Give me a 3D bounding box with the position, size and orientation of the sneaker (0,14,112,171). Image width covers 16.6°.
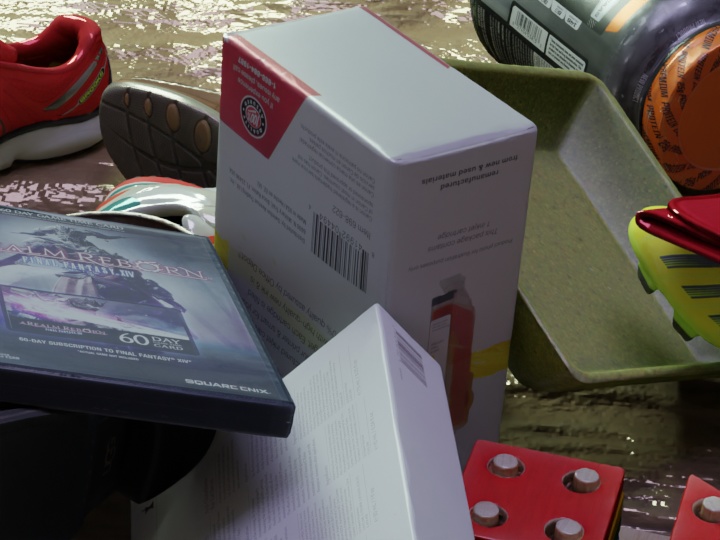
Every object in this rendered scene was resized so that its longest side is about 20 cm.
[{"bbox_3d":[-0.229,-0.099,1.397,0.199,0.086,0.077,-24,40,-36],"label":"sneaker"}]

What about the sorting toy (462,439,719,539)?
[{"bbox_3d":[0.111,0.156,1.031,0.197,0.070,0.200,11,33,12],"label":"sorting toy"}]

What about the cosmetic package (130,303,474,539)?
[{"bbox_3d":[-0.026,0.124,1.010,0.150,0.052,0.201,-36,29,17],"label":"cosmetic package"}]

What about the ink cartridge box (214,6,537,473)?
[{"bbox_3d":[0.000,0.000,1.150,0.083,0.201,0.145,-16,36,-32],"label":"ink cartridge box"}]

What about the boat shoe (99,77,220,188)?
[{"bbox_3d":[-0.053,-0.058,1.366,0.199,0.076,0.072,25,33,16],"label":"boat shoe"}]

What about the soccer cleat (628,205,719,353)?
[{"bbox_3d":[0.218,0.024,1.181,0.200,0.084,0.065,40,31,13],"label":"soccer cleat"}]

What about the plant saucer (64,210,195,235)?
[{"bbox_3d":[-0.152,0.049,1.170,0.198,0.032,0.201,-12,41,11],"label":"plant saucer"}]

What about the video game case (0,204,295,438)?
[{"bbox_3d":[-0.116,0.016,1.058,0.142,0.019,0.200,9,19,-17],"label":"video game case"}]

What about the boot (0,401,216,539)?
[{"bbox_3d":[-0.173,0.049,1.051,0.173,0.070,0.199,26,20,27],"label":"boot"}]

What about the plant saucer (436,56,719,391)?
[{"bbox_3d":[0.099,-0.014,1.229,0.199,0.048,0.200,0,51,-50],"label":"plant saucer"}]

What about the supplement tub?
[{"bbox_3d":[0.161,-0.135,1.449,0.122,0.123,0.200,-14,36,-25],"label":"supplement tub"}]

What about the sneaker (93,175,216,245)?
[{"bbox_3d":[-0.051,-0.008,1.259,0.198,0.071,0.093,4,15,11],"label":"sneaker"}]

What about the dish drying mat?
[{"bbox_3d":[0.215,-0.022,1.191,0.076,0.018,0.199,26,20,34],"label":"dish drying mat"}]
